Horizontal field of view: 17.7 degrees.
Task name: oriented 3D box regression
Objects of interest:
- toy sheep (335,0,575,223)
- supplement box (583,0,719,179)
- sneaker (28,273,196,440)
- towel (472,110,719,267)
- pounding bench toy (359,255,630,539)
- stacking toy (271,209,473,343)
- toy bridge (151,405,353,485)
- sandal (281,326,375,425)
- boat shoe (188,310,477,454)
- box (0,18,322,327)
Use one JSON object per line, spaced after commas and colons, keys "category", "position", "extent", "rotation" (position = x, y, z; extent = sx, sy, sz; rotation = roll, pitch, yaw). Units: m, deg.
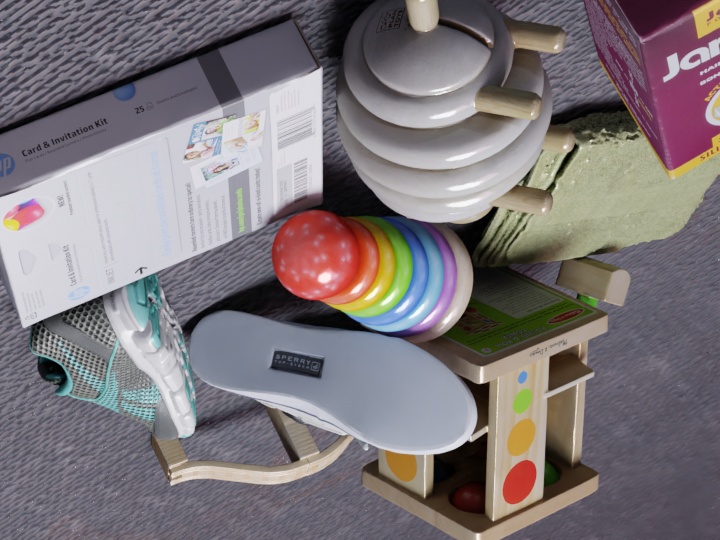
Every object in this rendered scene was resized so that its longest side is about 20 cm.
{"category": "toy sheep", "position": [0.049, -0.097, 1.314], "extent": [0.137, 0.138, 0.201], "rotation": [-23, 141, -11]}
{"category": "supplement box", "position": [0.210, -0.161, 1.389], "extent": [0.130, 0.104, 0.200], "rotation": [-29, 155, 2]}
{"category": "sneaker", "position": [-0.159, 0.056, 1.473], "extent": [0.090, 0.078, 0.200], "rotation": [-12, 151, 2]}
{"category": "towel", "position": [0.179, -0.063, 1.622], "extent": [0.199, 0.037, 0.149], "rotation": [-10, 148, -34]}
{"category": "pounding bench toy", "position": [0.112, 0.088, 1.640], "extent": [0.199, 0.124, 0.157], "rotation": [-20, 121, -37]}
{"category": "stacking toy", "position": [0.000, 0.000, 1.461], "extent": [0.085, 0.086, 0.200], "rotation": [-37, 163, 17]}
{"category": "toy bridge", "position": [-0.049, 0.117, 1.685], "extent": [0.199, 0.068, 0.027], "rotation": [-19, 154, -20]}
{"category": "sandal", "position": [0.018, 0.060, 1.666], "extent": [0.199, 0.048, 0.076], "rotation": [-8, 115, -37]}
{"category": "boat shoe", "position": [-0.013, 0.079, 1.548], "extent": [0.200, 0.075, 0.086], "rotation": [12, 173, 16]}
{"category": "box", "position": [-0.118, -0.053, 1.325], "extent": [0.199, 0.041, 0.156], "rotation": [-24, 155, -12]}
